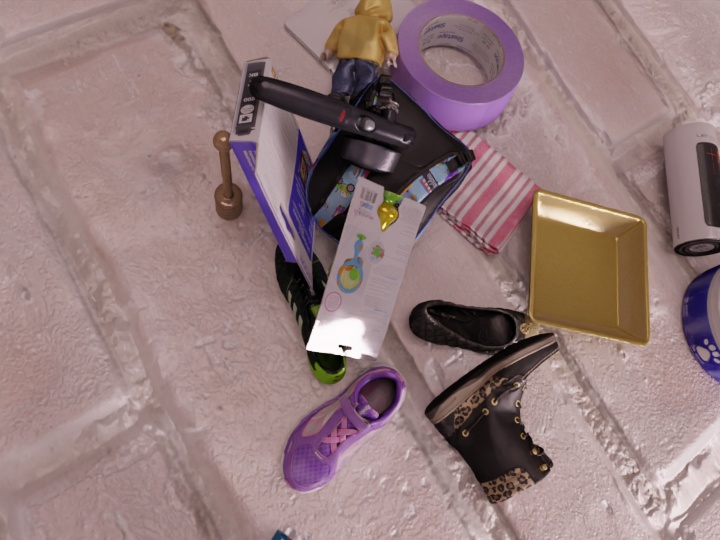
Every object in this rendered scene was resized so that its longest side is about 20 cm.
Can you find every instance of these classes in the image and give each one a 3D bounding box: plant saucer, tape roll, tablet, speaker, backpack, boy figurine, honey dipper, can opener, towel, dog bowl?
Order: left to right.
[{"bbox_3d":[-0.160,-0.112,0.699,0.037,0.200,0.039,3,74,-11],"label":"honey dipper"},{"bbox_3d":[-0.025,-0.167,0.631,0.197,0.063,0.080,16,93,-31],"label":"can opener"},{"bbox_3d":[-0.010,-0.401,0.916,0.130,0.014,0.200,43,70,2],"label":"tablet"},{"bbox_3d":[0.000,-0.328,0.854,0.122,0.064,0.204,6,75,20],"label":"boy figurine"},{"bbox_3d":[0.024,-0.121,0.765,0.181,0.135,0.201,36,91,-13],"label":"backpack"},{"bbox_3d":[0.146,-0.317,0.887,0.196,0.066,0.204,3,68,-8],"label":"tape roll"},{"bbox_3d":[0.167,-0.136,0.872,0.199,0.030,0.147,40,69,1],"label":"towel"},{"bbox_3d":[0.328,0.001,0.855,0.196,0.048,0.204,12,71,-12],"label":"plant saucer"},{"bbox_3d":[0.536,-0.131,0.928,0.079,0.081,0.204,8,72,-10],"label":"speaker"},{"bbox_3d":[0.601,0.081,0.882,0.196,0.079,0.204,4,73,-12],"label":"dog bowl"}]

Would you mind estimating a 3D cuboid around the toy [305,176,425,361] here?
[{"bbox_3d":[0.000,0.000,0.695,0.114,0.047,0.204,16,96,-40],"label":"toy"}]

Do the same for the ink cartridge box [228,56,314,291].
[{"bbox_3d":[-0.098,-0.109,0.689,0.042,0.200,0.203,-9,50,9],"label":"ink cartridge box"}]

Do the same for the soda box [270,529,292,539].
[{"bbox_3d":[-0.123,0.397,0.631,0.064,0.068,0.201,35,70,-1],"label":"soda box"}]

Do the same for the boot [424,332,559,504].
[{"bbox_3d":[0.201,0.189,0.752,0.198,0.073,0.152,-33,84,-5],"label":"boot"}]

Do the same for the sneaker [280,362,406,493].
[{"bbox_3d":[-0.016,0.186,0.707,0.199,0.089,0.081,-41,87,-19],"label":"sneaker"}]

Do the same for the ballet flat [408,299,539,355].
[{"bbox_3d":[0.161,0.078,0.792,0.196,0.057,0.068,6,72,-16],"label":"ballet flat"}]

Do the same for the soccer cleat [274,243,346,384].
[{"bbox_3d":[-0.059,0.044,0.740,0.066,0.081,0.203,-16,78,-17],"label":"soccer cleat"}]
